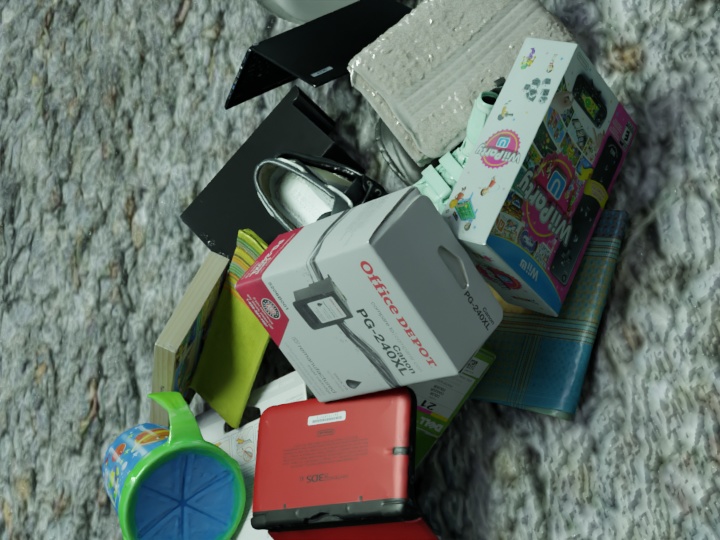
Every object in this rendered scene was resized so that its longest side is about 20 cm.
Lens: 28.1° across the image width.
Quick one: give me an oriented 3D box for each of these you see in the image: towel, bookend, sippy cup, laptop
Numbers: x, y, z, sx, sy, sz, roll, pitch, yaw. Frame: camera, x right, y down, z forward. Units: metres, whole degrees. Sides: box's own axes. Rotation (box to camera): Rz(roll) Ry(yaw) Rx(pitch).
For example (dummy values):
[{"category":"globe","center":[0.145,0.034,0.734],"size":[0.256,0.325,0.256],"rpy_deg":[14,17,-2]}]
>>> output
[{"category":"towel","center":[0.096,-0.208,1.398],"size":[0.200,0.133,0.034],"rpy_deg":[-40,2,0]},{"category":"towel","center":[-0.128,0.062,1.520],"size":[0.086,0.018,0.201],"rpy_deg":[40,121,37]},{"category":"bookend","center":[-0.062,-0.062,1.580],"size":[0.200,0.092,0.199],"rpy_deg":[-49,54,3]},{"category":"towel","center":[0.170,0.035,1.352],"size":[0.146,0.022,0.202],"rpy_deg":[9,77,47]},{"category":"sippy cup","center":[-0.207,0.224,1.507],"size":[0.179,0.139,0.130],"rpy_deg":[-56,31,-6]},{"category":"laptop","center":[-0.032,-0.219,1.555],"size":[0.104,0.176,0.200],"rpy_deg":[57,152,12]}]

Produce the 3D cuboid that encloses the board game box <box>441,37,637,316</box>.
[{"category":"board game box","center":[0.162,-0.083,1.291],"size":[0.064,0.147,0.201],"rpy_deg":[15,74,41]}]

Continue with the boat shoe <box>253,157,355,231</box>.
[{"category":"boat shoe","center":[-0.031,-0.040,1.395],"size":[0.200,0.060,0.076],"rpy_deg":[37,100,30]}]

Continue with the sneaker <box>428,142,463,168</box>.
[{"category":"sneaker","center":[0.106,-0.134,1.464],"size":[0.078,0.070,0.201],"rpy_deg":[23,82,50]}]

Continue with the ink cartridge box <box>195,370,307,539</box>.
[{"category":"ink cartridge box","center":[-0.110,0.220,1.531],"size":[0.199,0.045,0.178],"rpy_deg":[-26,55,35]}]

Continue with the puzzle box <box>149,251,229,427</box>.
[{"category":"puzzle box","center":[-0.188,0.087,1.566],"size":[0.201,0.025,0.134],"rpy_deg":[105,-171,-54]}]

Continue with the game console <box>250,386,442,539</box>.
[{"category":"game console","center":[0.004,0.212,1.357],"size":[0.199,0.118,0.174],"rpy_deg":[-14,66,41]}]

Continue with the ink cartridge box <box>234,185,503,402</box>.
[{"category":"ink cartridge box","center":[0.005,0.026,1.269],"size":[0.199,0.146,0.083],"rpy_deg":[-17,24,50]}]

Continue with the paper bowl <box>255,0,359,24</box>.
[{"category":"paper bowl","center":[-0.036,-0.356,1.607],"size":[0.200,0.200,0.105],"rpy_deg":[-37,47,28]}]

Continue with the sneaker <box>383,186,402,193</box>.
[{"category":"sneaker","center":[0.000,0.000,1.504],"size":[0.076,0.081,0.200],"rpy_deg":[32,75,33]}]

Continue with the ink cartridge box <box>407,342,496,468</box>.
[{"category":"ink cartridge box","center":[0.023,0.114,1.403],"size":[0.201,0.075,0.148],"rpy_deg":[-56,34,13]}]

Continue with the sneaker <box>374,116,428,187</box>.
[{"category":"sneaker","center":[0.064,-0.168,1.518],"size":[0.090,0.076,0.201],"rpy_deg":[-27,56,27]}]

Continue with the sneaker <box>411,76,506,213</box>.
[{"category":"sneaker","center":[0.091,-0.107,1.348],"size":[0.199,0.119,0.074],"rpy_deg":[-27,43,-13]}]

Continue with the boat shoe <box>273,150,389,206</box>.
[{"category":"boat shoe","center":[-0.013,-0.070,1.463],"size":[0.199,0.066,0.075],"rpy_deg":[34,70,30]}]
